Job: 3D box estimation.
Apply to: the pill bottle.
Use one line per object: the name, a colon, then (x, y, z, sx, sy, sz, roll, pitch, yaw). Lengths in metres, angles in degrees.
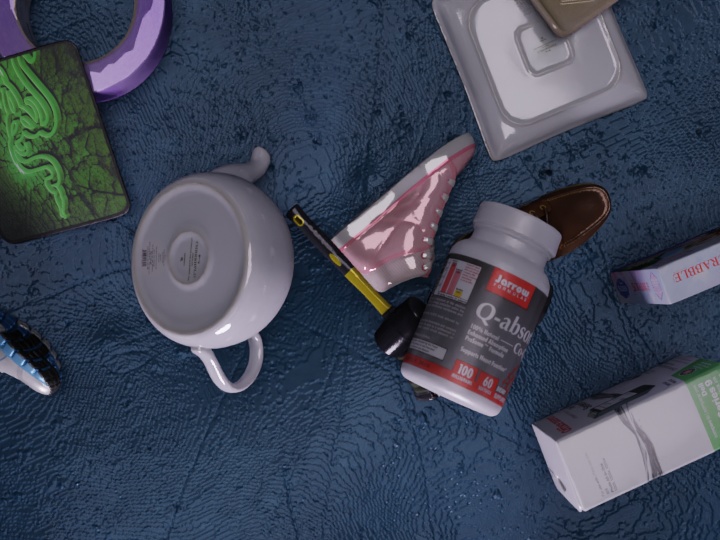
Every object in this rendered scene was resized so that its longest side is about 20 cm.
pill bottle: (0.129, 0.039, 1.218, 0.114, 0.116, 0.203, 23, 85, -1)

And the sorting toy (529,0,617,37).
sorting toy: (0.247, -0.388, 1.313, 0.199, 0.037, 0.186, -35, 82, -8)

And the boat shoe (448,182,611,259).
boat shoe: (0.196, -0.040, 1.311, 0.198, 0.068, 0.073, -24, 90, -2)

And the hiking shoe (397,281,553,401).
hiking shoe: (0.122, 0.056, 1.303, 0.199, 0.076, 0.101, -37, 94, -1)

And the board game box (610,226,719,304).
board game box: (0.386, -0.019, 1.251, 0.197, 0.200, 0.042, -23, 90, -3)

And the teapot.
teapot: (-0.142, -0.005, 1.268, 0.200, 0.145, 0.198, -49, 64, 19)

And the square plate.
square plate: (0.207, -0.254, 1.334, 0.197, 0.028, 0.201, -22, 90, -2)

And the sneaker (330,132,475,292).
sneaker: (0.070, -0.057, 1.305, 0.200, 0.075, 0.105, -40, 91, 2)

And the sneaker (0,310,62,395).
sneaker: (-0.422, 0.084, 1.296, 0.199, 0.075, 0.087, 37, 99, 4)

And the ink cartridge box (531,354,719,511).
ink cartridge box: (0.300, 0.173, 1.272, 0.197, 0.146, 0.085, -24, 91, -2)

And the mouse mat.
mouse mat: (-0.355, -0.138, 1.285, 0.158, 0.008, 0.203, -14, 107, 8)

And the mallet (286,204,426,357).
mallet: (0.000, 0.000, 1.269, 0.066, 0.041, 0.201, -36, 93, 25)

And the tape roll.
tape roll: (-0.312, -0.292, 1.300, 0.196, 0.066, 0.204, 0, 89, -3)
